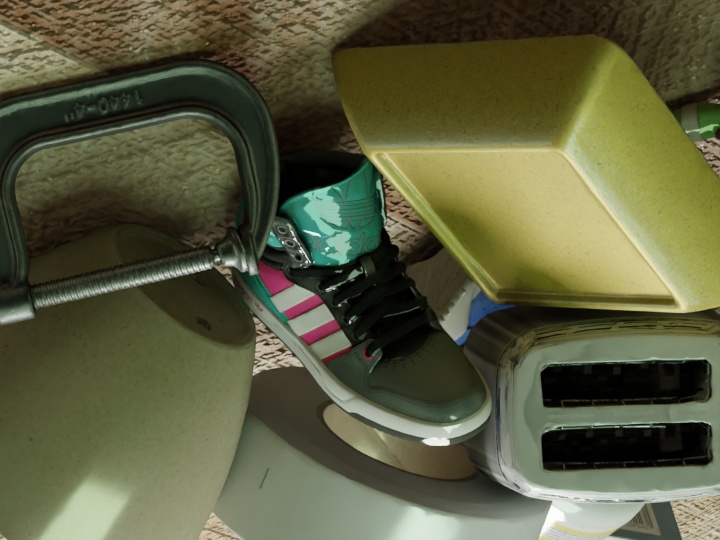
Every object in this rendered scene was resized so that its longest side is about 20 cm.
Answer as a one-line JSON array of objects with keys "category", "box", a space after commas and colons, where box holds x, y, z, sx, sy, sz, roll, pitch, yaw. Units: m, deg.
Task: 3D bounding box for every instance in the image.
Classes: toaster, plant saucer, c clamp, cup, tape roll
[{"category": "toaster", "box": [0.138, 0.075, 1.444, 0.199, 0.114, 0.129, 0, -178, -6]}, {"category": "plant saucer", "box": [0.097, -0.039, 1.340, 0.199, 0.049, 0.200, 1, 144, 44]}, {"category": "c clamp", "box": [-0.132, -0.020, 1.341, 0.199, 0.171, 0.027, -18, -174, -2]}, {"category": "cup", "box": [-0.140, 0.060, 1.430, 0.200, 0.201, 0.143, 21, 117, -44]}, {"category": "tape roll", "box": [0.012, 0.131, 1.514, 0.202, 0.202, 0.071, 9, 109, -34]}]

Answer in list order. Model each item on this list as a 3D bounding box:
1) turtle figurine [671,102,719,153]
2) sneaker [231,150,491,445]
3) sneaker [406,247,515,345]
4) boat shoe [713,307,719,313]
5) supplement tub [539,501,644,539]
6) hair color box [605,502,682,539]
[{"category": "turtle figurine", "box": [0.208, -0.034, 1.434, 0.144, 0.195, 0.200, 7, -148, 46]}, {"category": "sneaker", "box": [0.000, 0.000, 1.394, 0.083, 0.200, 0.121, -32, 143, -28]}, {"category": "sneaker", "box": [0.091, 0.017, 1.545, 0.111, 0.077, 0.200, 18, 130, -29]}, {"category": "boat shoe", "box": [0.316, 0.057, 1.717, 0.200, 0.066, 0.072, 11, 140, -36]}, {"category": "supplement tub", "box": [0.104, 0.130, 1.668, 0.145, 0.146, 0.200, 11, 141, -36]}, {"category": "hair color box", "box": [0.141, 0.229, 1.925, 0.099, 0.061, 0.200, 13, 138, -38]}]
